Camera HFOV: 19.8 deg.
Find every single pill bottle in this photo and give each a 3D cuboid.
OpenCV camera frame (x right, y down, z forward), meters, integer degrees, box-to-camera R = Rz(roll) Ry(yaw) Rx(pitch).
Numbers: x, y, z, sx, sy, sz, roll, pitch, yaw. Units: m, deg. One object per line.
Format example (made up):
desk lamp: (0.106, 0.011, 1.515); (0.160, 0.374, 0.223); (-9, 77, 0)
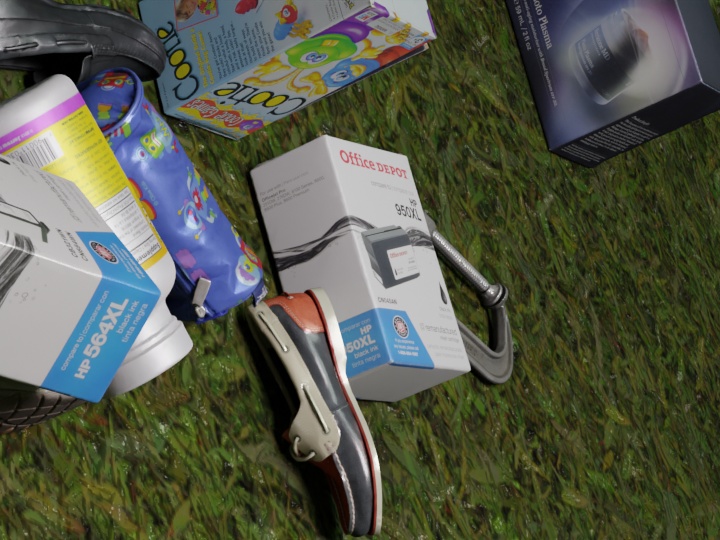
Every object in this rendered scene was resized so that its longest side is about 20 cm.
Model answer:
pill bottle: (-0.189, -0.019, 1.352); (0.201, 0.104, 0.104); (62, 27, -11)

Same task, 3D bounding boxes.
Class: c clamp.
c clamp: (0.091, 0.007, 1.939); (0.200, 0.027, 0.171); (47, 32, -33)

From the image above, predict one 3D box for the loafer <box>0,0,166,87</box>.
loafer: (-0.213, -0.155, 1.465); (0.200, 0.068, 0.071); (11, 69, -55)

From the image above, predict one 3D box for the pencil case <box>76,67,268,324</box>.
pencil case: (-0.144, -0.046, 1.460); (0.200, 0.078, 0.087); (58, 19, -34)

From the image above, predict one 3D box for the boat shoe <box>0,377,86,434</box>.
boat shoe: (-0.234, 0.055, 1.247); (0.200, 0.076, 0.072); (13, 55, -60)

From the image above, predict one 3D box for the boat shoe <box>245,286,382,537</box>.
boat shoe: (-0.034, 0.112, 1.588); (0.062, 0.071, 0.201); (-13, 81, -20)

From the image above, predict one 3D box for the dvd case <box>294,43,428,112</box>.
dvd case: (-0.050, -0.248, 1.744); (0.201, 0.148, 0.016); (65, 15, -3)

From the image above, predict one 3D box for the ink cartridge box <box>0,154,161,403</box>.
ink cartridge box: (-0.236, -0.015, 1.182); (0.200, 0.084, 0.146); (22, 18, -42)

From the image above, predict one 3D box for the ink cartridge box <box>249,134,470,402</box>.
ink cartridge box: (0.000, 0.000, 1.710); (0.144, 0.084, 0.201); (10, 60, -60)

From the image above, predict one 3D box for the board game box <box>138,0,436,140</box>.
board game box: (-0.059, -0.197, 1.627); (0.103, 0.199, 0.105); (17, 54, -57)

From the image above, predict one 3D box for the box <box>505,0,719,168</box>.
box: (0.295, -0.252, 2.332); (0.123, 0.198, 0.201); (14, 56, -58)
